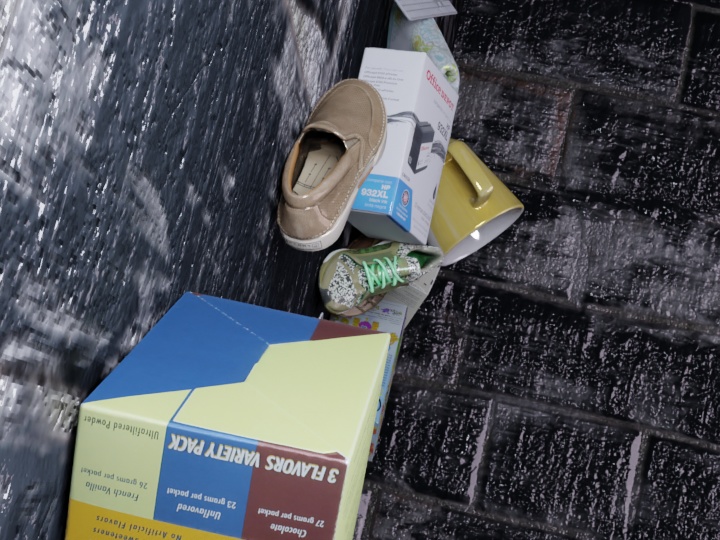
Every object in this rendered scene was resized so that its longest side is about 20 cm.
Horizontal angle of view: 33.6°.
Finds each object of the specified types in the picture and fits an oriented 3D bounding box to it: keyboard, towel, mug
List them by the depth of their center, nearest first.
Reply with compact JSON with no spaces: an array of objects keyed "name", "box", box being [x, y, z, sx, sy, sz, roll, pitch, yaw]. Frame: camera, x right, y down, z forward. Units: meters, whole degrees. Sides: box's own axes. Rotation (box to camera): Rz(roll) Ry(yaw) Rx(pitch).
[{"name":"keyboard","box":[0.081,-0.352,1.547,0.011,0.056,0.200,-42,176,26]},{"name":"towel","box":[0.082,-0.253,1.610,0.200,0.048,0.171,96,-23,-49]},{"name":"mug","box":[0.146,-0.120,1.734,0.149,0.153,0.187,-20,162,-44]}]

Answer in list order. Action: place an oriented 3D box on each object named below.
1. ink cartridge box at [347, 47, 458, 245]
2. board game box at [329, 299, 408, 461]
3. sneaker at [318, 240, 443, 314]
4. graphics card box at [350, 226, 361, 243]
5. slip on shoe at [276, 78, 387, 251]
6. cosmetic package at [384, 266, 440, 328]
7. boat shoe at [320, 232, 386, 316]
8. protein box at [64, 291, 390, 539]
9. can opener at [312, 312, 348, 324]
[{"name":"ink cartridge box","box":[0.043,-0.147,1.435,0.145,0.083,0.201,33,68,-65]},{"name":"board game box","box":[-0.008,0.144,1.648,0.103,0.105,0.200,97,7,-50]},{"name":"sneaker","box":[0.028,-0.003,1.461,0.200,0.088,0.077,-25,100,-46]},{"name":"graphics card box","box":[0.023,-0.090,1.753,0.126,0.051,0.201,-65,167,-71]},{"name":"slip on shoe","box":[-0.027,-0.108,1.045,0.061,0.076,0.200,79,27,-48]},{"name":"cosmetic package","box":[0.042,0.055,1.803,0.200,0.073,0.104,-57,-177,38]},{"name":"boat shoe","box":[0.000,-0.001,1.552,0.200,0.067,0.072,-49,121,-47]},{"name":"protein box","box":[-0.074,0.145,0.677,0.199,0.134,0.201,-64,165,-73]},{"name":"can opener","box":[-0.041,0.120,1.414,0.200,0.067,0.053,94,10,-56]}]
